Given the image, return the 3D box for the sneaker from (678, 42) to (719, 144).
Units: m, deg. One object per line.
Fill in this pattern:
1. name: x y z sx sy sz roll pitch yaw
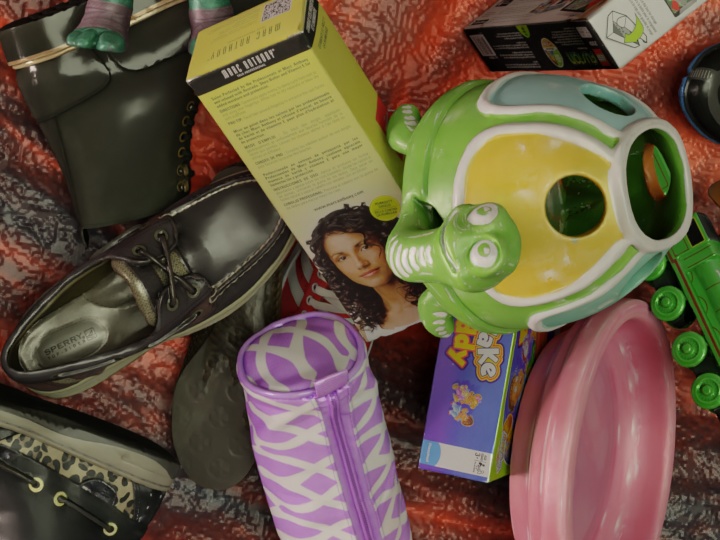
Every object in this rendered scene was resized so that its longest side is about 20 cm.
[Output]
1. sneaker: 0.297 -0.095 1.250 0.199 0.083 0.071 23 88 -17

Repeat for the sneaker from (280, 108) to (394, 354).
1. sneaker: 0.000 0.000 1.155 0.071 0.112 0.201 16 91 -16

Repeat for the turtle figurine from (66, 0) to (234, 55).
1. turtle figurine: -0.106 -0.219 1.048 0.149 0.101 0.202 5 100 19

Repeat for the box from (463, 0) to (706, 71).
1. box: 0.143 -0.162 1.136 0.110 0.200 0.035 -38 104 -10

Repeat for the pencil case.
1. pencil case: -0.016 0.122 1.145 0.083 0.086 0.201 -22 124 -8

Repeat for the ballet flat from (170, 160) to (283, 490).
1. ballet flat: -0.077 0.033 1.174 0.067 0.046 0.202 5 97 5

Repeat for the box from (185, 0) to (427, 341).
1. box: -0.011 -0.054 1.050 0.075 0.050 0.200 -21 123 22

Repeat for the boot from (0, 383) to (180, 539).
1. boot: -0.222 0.146 1.126 0.202 0.073 0.155 20 92 -16

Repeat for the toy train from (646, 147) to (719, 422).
1. toy train: 0.202 -0.001 1.202 0.056 0.042 0.201 -30 68 17

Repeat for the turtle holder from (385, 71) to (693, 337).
1. turtle holder: 0.088 -0.041 1.002 0.185 0.131 0.142 20 69 -51

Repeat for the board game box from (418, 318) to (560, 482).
1. board game box: 0.089 0.020 1.173 0.044 0.134 0.202 10 93 17

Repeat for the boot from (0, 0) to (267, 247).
1. boot: -0.098 -0.109 1.144 0.199 0.077 0.139 -17 104 -1

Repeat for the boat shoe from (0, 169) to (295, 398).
1. boat shoe: -0.122 0.010 1.119 0.199 0.065 0.072 -31 88 7

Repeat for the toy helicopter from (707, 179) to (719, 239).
1. toy helicopter: 0.279 0.007 1.195 0.079 0.200 0.133 -35 107 -26

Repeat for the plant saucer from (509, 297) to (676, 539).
1. plant saucer: 0.142 0.116 1.194 0.050 0.200 0.202 5 95 27
